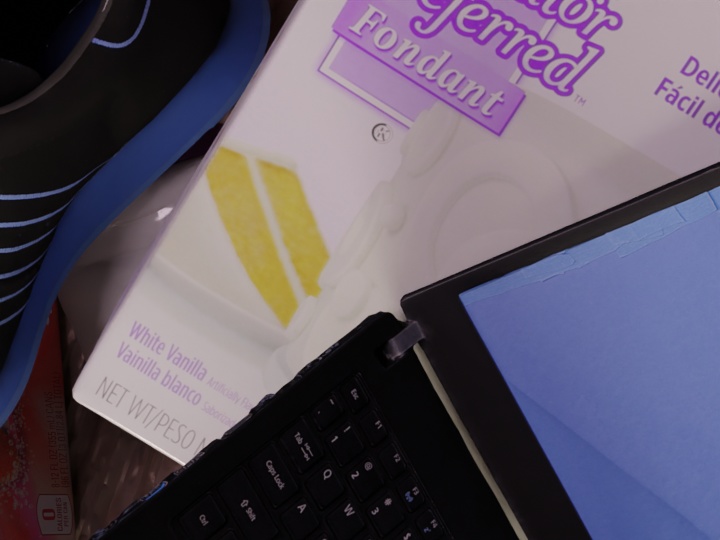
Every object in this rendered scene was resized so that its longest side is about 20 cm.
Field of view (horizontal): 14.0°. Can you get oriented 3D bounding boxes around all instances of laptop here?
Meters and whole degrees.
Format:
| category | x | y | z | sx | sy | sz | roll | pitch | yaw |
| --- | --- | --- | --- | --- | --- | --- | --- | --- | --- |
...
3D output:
| category | x | y | z | sx | sy | sz | roll | pitch | yaw |
| --- | --- | --- | --- | --- | --- | --- | --- | --- | --- |
| laptop | 0.053 | 0.094 | 0.674 | 0.103 | 0.200 | 0.178 | -6 | 117 | 57 |

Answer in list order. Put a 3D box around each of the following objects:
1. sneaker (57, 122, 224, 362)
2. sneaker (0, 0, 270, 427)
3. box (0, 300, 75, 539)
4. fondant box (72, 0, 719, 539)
| category | x | y | z | sx | sy | sz | roll | pitch | yaw |
| --- | --- | --- | --- | --- | --- | --- | --- | --- | --- |
| sneaker | 0.000 | 0.000 | 0.824 | 0.199 | 0.075 | 0.100 | -8 | 102 | 35 |
| sneaker | -0.111 | -0.020 | 0.793 | 0.200 | 0.078 | 0.070 | -53 | 48 | 3 |
| box | -0.162 | -0.007 | 0.914 | 0.094 | 0.102 | 0.201 | -12 | 79 | 36 |
| fondant box | 0.039 | -0.018 | 0.720 | 0.144 | 0.058 | 0.200 | 31 | 113 | -3 |
